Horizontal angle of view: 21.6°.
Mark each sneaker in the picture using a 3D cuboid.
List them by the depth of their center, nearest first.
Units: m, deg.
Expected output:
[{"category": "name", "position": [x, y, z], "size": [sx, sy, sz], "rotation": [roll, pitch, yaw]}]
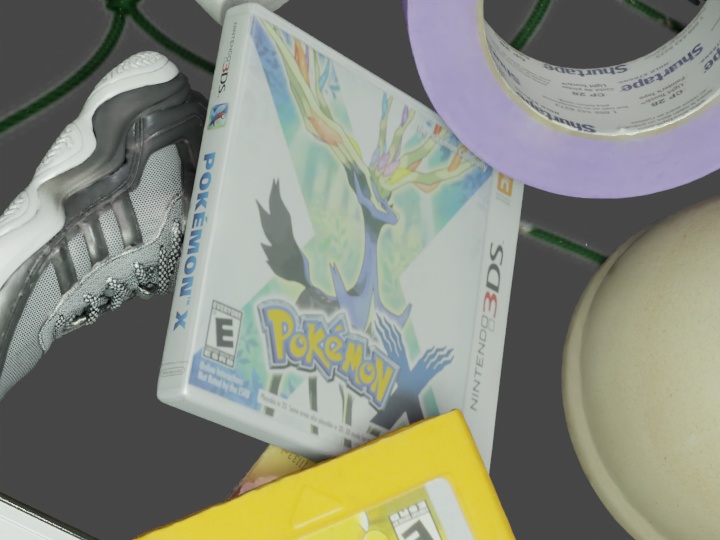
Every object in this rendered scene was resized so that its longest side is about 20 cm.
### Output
[{"category": "sneaker", "position": [-0.105, 0.001, 0.861], "size": [0.114, 0.075, 0.200], "rotation": [30, 67, 1]}]

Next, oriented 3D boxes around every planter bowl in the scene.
[{"category": "planter bowl", "position": [0.211, 0.043, 0.897], "size": [0.200, 0.135, 0.200], "rotation": [4, 72, -12]}]

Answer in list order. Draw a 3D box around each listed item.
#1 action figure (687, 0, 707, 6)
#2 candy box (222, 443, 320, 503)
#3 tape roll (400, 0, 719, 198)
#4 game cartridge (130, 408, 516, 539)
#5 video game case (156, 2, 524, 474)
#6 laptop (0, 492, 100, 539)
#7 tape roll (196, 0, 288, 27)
[{"category": "action figure", "position": [0.186, -0.198, 0.985], "size": [0.200, 0.102, 0.119], "rotation": [33, 68, 2]}, {"category": "candy box", "position": [0.004, 0.182, 0.850], "size": [0.200, 0.056, 0.117], "rotation": [38, 69, 2]}, {"category": "tape roll", "position": [0.118, -0.141, 0.898], "size": [0.200, 0.200, 0.085], "rotation": [10, 27, -10]}, {"category": "game cartridge", "position": [0.008, 0.178, 0.787], "size": [0.176, 0.032, 0.200], "rotation": [-20, 81, -29]}, {"category": "video game case", "position": [0.000, 0.000, 0.865], "size": [0.200, 0.022, 0.182], "rotation": [26, 64, -42]}, {"category": "laptop", "position": [-0.162, 0.184, 0.663], "size": [0.187, 0.116, 0.200], "rotation": [29, 94, -18]}, {"category": "tape roll", "position": [-0.018, -0.209, 0.888], "size": [0.202, 0.202, 0.071], "rotation": [-42, 86, -21]}]
